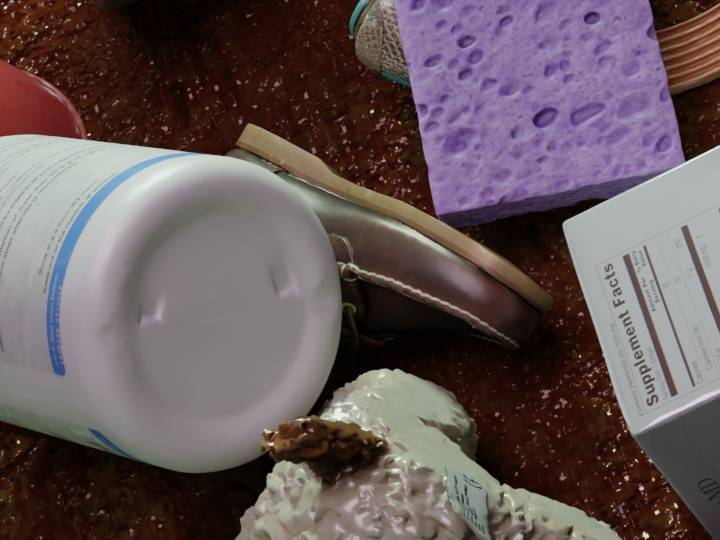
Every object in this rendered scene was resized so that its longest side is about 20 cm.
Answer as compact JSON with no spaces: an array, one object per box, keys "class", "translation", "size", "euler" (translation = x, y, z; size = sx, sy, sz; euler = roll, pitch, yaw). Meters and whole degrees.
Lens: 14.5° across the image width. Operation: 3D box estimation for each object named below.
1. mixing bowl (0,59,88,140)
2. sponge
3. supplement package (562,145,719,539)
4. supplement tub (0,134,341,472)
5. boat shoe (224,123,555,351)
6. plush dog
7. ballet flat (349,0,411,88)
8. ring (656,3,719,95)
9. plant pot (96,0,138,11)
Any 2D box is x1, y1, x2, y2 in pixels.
[{"class":"mixing bowl","translation":[-0.244,-0.045,1.387],"size":[0.199,0.108,0.201],"euler":[-15,55,22]},{"class":"sponge","translation":[0.069,-0.126,1.244],"size":[0.111,0.030,0.201],"euler":[-12,77,6]},{"class":"supplement package","translation":[0.198,0.006,1.093],"size":[0.199,0.114,0.110],"euler":[-27,49,14]},{"class":"supplement tub","translation":[-0.111,0.010,1.224],"size":[0.200,0.132,0.132],"euler":[11,65,54]},{"class":"boat shoe","translation":[0.000,0.000,1.244],"size":[0.200,0.070,0.070],"euler":[26,79,46]},{"class":"plush dog","translation":[-0.007,0.142,1.117],"size":[0.200,0.160,0.172],"euler":[37,106,40]},{"class":"ballet flat","translation":[0.073,-0.166,1.297],"size":[0.075,0.068,0.200],"euler":[29,83,18]},{"class":"ring","translation":[0.136,-0.165,1.305],"size":[0.200,0.019,0.201],"euler":[-15,53,21]},{"class":"plant pot","translation":[-0.076,-0.245,1.388],"size":[0.174,0.201,0.201],"euler":[-16,51,-4]}]
